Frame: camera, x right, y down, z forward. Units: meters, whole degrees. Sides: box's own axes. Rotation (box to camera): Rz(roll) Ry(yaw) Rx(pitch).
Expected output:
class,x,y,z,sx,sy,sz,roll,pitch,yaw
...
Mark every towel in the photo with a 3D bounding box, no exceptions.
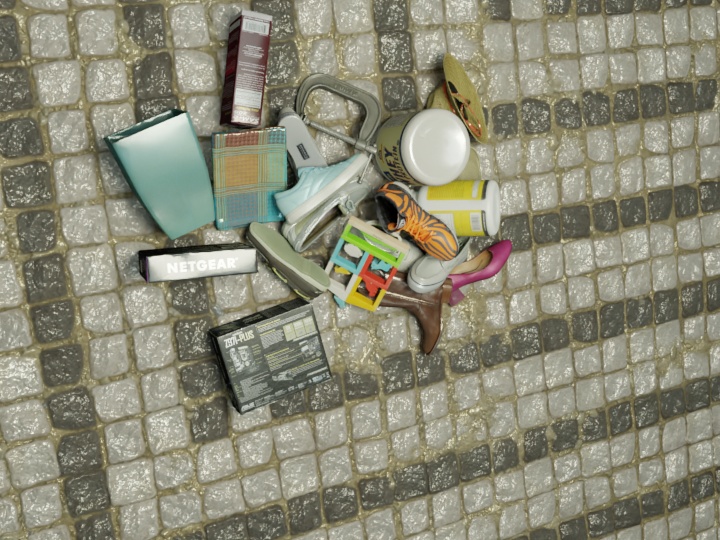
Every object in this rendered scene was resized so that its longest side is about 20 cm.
class,x,y,z,sx,sy,sz,roll,pitch,yaw
towel,-0.208,-0.172,1.479,0.145,0.022,0.202,-10,126,-20

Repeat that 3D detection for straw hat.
class,x,y,z,sx,sy,sz,roll,pitch,yaw
straw hat,0.185,-0.339,1.621,0.085,0.201,0.202,-22,109,27

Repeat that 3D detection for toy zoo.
class,x,y,z,sx,sy,sz,roll,pitch,yaw
toy zoo,0.000,0.000,1.560,0.130,0.021,0.201,27,125,1

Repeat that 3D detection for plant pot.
class,x,y,z,sx,sy,sz,roll,pitch,yaw
plant pot,-0.348,-0.170,1.412,0.141,0.141,0.201,-27,112,-16

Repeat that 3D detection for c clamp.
class,x,y,z,sx,sy,sz,roll,pitch,yaw
c clamp,-0.045,-0.293,1.539,0.199,0.027,0.172,29,83,-1

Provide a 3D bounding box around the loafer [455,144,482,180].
class,x,y,z,sx,sy,sz,roll,pitch,yaw
loafer,0.230,-0.173,1.670,0.075,0.068,0.202,-3,98,-22

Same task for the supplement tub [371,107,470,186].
class,x,y,z,sx,sy,sz,roll,pitch,yaw
supplement tub,0.112,-0.241,1.545,0.144,0.200,0.147,-2,97,-21

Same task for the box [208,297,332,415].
class,x,y,z,sx,sy,sz,roll,pitch,yaw
box,-0.177,0.166,1.540,0.198,0.086,0.165,-20,103,-18

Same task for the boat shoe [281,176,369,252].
class,x,y,z,sx,sy,sz,roll,pitch,yaw
boat shoe,-0.061,-0.112,1.549,0.201,0.075,0.065,-33,64,-13

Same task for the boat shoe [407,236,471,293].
class,x,y,z,sx,sy,sz,roll,pitch,yaw
boat shoe,0.163,-0.027,1.613,0.200,0.073,0.067,-40,156,-46

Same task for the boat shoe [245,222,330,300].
class,x,y,z,sx,sy,sz,roll,pitch,yaw
boat shoe,-0.152,-0.014,1.538,0.201,0.072,0.061,40,120,-17

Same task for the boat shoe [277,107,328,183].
class,x,y,z,sx,sy,sz,roll,pitch,yaw
boat shoe,-0.112,-0.227,1.530,0.071,0.066,0.201,-25,125,6

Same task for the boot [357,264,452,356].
class,x,y,z,sx,sy,sz,roll,pitch,yaw
boot,0.079,0.082,1.645,0.198,0.064,0.188,8,105,-11

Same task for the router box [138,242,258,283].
class,x,y,z,sx,sy,sz,roll,pitch,yaw
router box,-0.301,-0.016,1.437,0.198,0.149,0.052,-6,98,-20

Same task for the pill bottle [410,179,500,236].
class,x,y,z,sx,sy,sz,roll,pitch,yaw
pill bottle,0.180,-0.127,1.591,0.198,0.112,0.113,1,98,20

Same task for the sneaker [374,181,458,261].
class,x,y,z,sx,sy,sz,roll,pitch,yaw
sneaker,0.099,-0.082,1.511,0.200,0.112,0.078,42,119,4

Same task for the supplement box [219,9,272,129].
class,x,y,z,sx,sy,sz,roll,pitch,yaw
supplement box,-0.214,-0.369,1.452,0.060,0.109,0.202,5,95,-22

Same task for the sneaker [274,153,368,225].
class,x,y,z,sx,sy,sz,roll,pitch,yaw
sneaker,-0.078,-0.176,1.490,0.199,0.074,0.082,-38,92,-8

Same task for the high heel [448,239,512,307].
class,x,y,z,sx,sy,sz,roll,pitch,yaw
high heel,0.241,-0.016,1.690,0.200,0.067,0.096,-45,120,-8

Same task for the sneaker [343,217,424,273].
class,x,y,z,sx,sy,sz,roll,pitch,yaw
sneaker,0.068,-0.045,1.597,0.199,0.115,0.074,26,85,-23
